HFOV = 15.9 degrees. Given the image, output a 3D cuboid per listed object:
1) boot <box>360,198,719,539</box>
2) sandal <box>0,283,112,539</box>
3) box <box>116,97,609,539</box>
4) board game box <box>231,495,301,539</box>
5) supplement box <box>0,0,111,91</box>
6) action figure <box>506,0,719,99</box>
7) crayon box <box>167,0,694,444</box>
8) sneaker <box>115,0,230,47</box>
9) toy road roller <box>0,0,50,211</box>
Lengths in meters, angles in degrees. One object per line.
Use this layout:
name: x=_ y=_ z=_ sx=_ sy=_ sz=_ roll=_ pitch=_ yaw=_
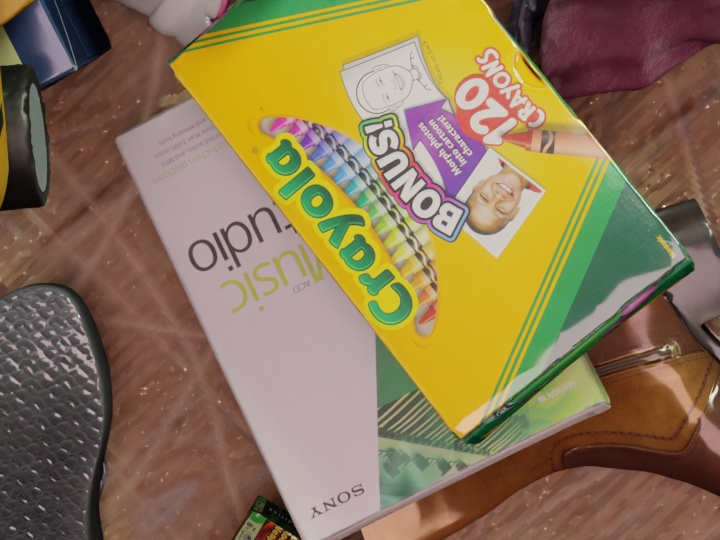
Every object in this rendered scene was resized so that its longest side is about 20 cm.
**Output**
boot: x=0.093 y=0.089 z=1.143 sx=0.200 sy=0.068 sz=0.189 roll=-25 pitch=97 yaw=5
sandal: x=-0.145 y=0.099 z=1.167 sx=0.076 sy=0.043 sz=0.201 roll=1 pitch=108 yaw=8
box: x=0.000 y=0.000 z=1.114 sx=0.144 sy=0.036 sz=0.200 roll=-27 pitch=83 yaw=7
board game box: x=-0.053 y=0.210 z=1.173 sx=0.105 sy=0.023 sz=0.200 roll=30 pitch=106 yaw=-5
supplement box: x=-0.242 y=-0.131 z=1.082 sx=0.199 sy=0.134 sz=0.200 roll=-26 pitch=97 yaw=5
action figure: x=0.164 y=-0.121 z=1.112 sx=0.199 sy=0.134 sz=0.149 roll=5 pitch=60 yaw=-9
crayon box: x=0.029 y=-0.043 z=1.057 sx=0.119 sy=0.058 sz=0.200 roll=-39 pitch=81 yaw=5
sneaker: x=-0.075 y=-0.198 z=1.097 sx=0.088 sy=0.081 sz=0.200 roll=18 pitch=98 yaw=-3
toy road roller: x=-0.183 y=-0.096 z=0.945 sx=0.123 sy=0.146 sz=0.201 roll=-5 pitch=98 yaw=0
